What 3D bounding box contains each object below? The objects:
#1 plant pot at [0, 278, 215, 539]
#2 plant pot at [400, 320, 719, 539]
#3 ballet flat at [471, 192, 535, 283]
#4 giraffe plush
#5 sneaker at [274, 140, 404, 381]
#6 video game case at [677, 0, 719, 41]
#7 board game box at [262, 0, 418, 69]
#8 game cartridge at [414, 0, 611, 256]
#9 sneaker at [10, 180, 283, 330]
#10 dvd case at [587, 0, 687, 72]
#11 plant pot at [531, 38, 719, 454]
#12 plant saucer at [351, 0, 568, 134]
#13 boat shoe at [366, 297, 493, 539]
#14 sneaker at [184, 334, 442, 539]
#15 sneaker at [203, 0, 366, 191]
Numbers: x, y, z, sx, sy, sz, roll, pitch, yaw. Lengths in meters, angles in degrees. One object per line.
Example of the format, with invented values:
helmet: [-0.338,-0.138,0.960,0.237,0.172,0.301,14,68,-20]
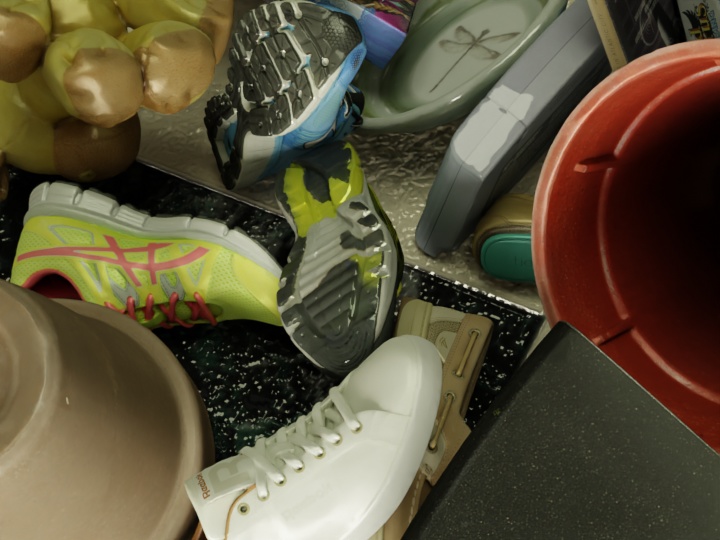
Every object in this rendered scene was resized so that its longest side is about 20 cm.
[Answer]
plant pot: [-0.190,0.087,0.709,0.199,0.175,0.201,-3,66,6]
plant pot: [0.108,0.182,0.645,0.177,0.200,0.199,-40,62,-12]
ballet flat: [0.172,-0.017,0.857,0.199,0.069,0.063,12,39,9]
giraffe plush: [-0.194,-0.123,0.884,0.200,0.163,0.172,40,42,24]
sneaker: [0.000,0.000,0.815,0.074,0.085,0.200,-26,36,16]
video game case: [0.309,-0.126,0.865,0.199,0.045,0.182,-11,86,-22]
board game box: [-0.042,-0.263,0.956,0.198,0.043,0.201,26,48,-13]
game cartridge: [0.113,-0.106,0.880,0.040,0.133,0.200,40,63,7]
sneaker: [-0.131,0.013,0.850,0.199,0.078,0.091,13,64,18]
dvd case: [0.200,-0.158,0.880,0.016,0.200,0.149,4,50,36]
plant pot: [0.222,-0.025,0.695,0.201,0.201,0.195,37,32,25]
plant saucer: [0.070,-0.157,0.940,0.200,0.050,0.201,-28,33,21]
boat shoe: [0.039,0.104,0.769,0.064,0.071,0.201,9,57,4]
sneaker: [-0.036,0.110,0.701,0.200,0.085,0.073,-55,29,7]
sneaker: [-0.036,-0.118,0.868,0.090,0.200,0.079,-15,81,-24]
